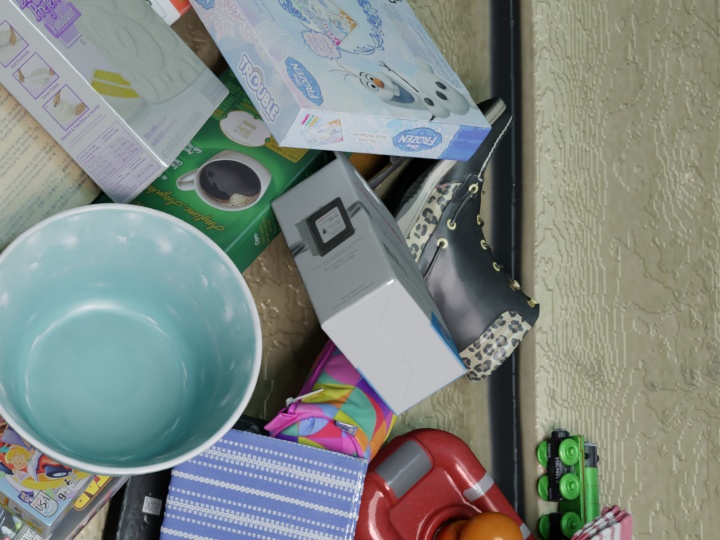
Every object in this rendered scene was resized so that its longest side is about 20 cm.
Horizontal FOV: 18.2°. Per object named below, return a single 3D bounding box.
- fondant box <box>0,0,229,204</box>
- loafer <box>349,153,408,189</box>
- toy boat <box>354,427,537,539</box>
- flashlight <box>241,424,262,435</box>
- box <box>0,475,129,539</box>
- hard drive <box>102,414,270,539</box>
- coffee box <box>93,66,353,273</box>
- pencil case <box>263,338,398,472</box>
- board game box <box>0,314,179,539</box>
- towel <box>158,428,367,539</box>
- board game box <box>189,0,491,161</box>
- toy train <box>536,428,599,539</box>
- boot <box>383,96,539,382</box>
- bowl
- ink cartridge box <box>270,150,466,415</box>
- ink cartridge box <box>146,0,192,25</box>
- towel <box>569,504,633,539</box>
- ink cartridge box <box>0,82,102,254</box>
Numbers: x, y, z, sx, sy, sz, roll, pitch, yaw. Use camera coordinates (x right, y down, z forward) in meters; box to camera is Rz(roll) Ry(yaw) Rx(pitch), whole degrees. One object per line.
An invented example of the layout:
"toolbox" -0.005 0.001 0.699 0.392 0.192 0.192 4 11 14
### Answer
"fondant box" -0.202 -0.161 1.650 0.200 0.058 0.144 46 30 -9
"loafer" 0.014 -0.108 1.831 0.073 0.072 0.200 43 66 -13
"toy boat" 0.085 0.221 1.775 0.130 0.131 0.200 -41 99 -25
"flashlight" -0.070 0.219 1.696 0.068 0.068 0.201 -24 91 -22
"box" -0.261 0.150 1.650 0.137 0.040 0.200 39 65 5
"hard drive" -0.128 0.205 1.727 0.139 0.038 0.201 16 74 -22
"coffee box" -0.108 -0.069 1.749 0.123 0.044 0.200 28 62 24
"pencil case" -0.005 0.093 1.738 0.089 0.088 0.200 50 33 -10
"board game box" -0.222 0.078 1.648 0.134 0.034 0.200 35 64 4
"towel" -0.080 0.220 1.659 0.144 0.024 0.201 12 95 4
"board game box" -0.023 -0.173 1.759 0.198 0.043 0.201 3 44 -42
"toy train" 0.179 0.233 1.871 0.056 0.042 0.202 7 78 -34
"boot" 0.095 -0.025 1.858 0.154 0.073 0.204 42 72 -16
"bowl" -0.177 0.064 1.586 0.199 0.105 0.202 5 66 -12
"ink cartridge box" 0.000 0.000 1.689 0.066 0.200 0.116 -33 128 7
"ink cartridge box" -0.188 -0.233 1.768 0.200 0.050 0.109 -44 101 -24
"towel" 0.148 0.284 1.759 0.199 0.030 0.147 -26 124 -42
"ink cartridge box" -0.304 -0.051 1.618 0.165 0.075 0.200 45 66 -12
